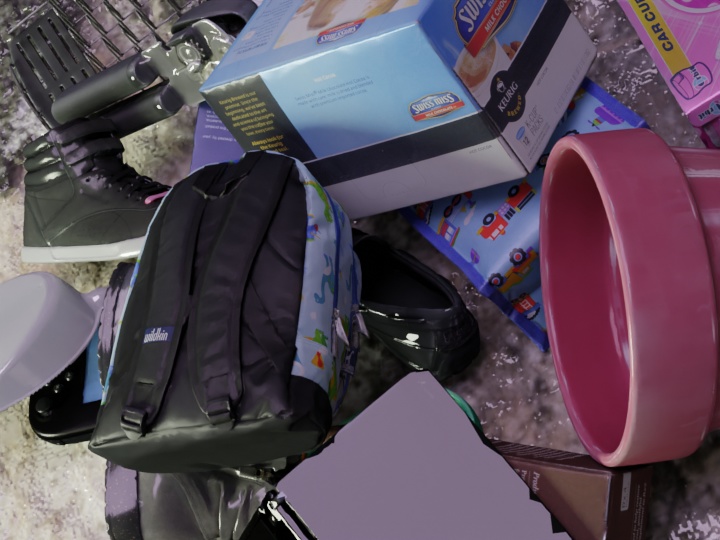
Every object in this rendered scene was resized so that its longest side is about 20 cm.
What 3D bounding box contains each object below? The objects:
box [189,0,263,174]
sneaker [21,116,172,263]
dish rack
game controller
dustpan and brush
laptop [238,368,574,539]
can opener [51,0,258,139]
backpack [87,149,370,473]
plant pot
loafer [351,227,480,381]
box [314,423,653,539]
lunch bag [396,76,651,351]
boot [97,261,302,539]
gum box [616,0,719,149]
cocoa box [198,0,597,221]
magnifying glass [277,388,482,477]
[{"bbox_3d":[-0.049,-0.143,1.799,0.121,0.032,0.200,7,72,4],"label":"box"},{"bbox_3d":[-0.169,-0.060,1.771,0.200,0.071,0.099,-4,96,41],"label":"sneaker"},{"bbox_3d":[-0.177,-0.192,1.905,0.200,0.055,0.153,-39,54,4],"label":"dish rack"},{"bbox_3d":[-0.139,0.059,1.768,0.200,0.042,0.104,-14,60,19],"label":"game controller"},{"bbox_3d":[-0.211,0.033,1.783,0.200,0.057,0.140,-40,29,1],"label":"dustpan and brush"},{"bbox_3d":[0.022,0.195,1.563,0.103,0.200,0.177,-26,67,-38],"label":"laptop"},{"bbox_3d":[-0.138,-0.140,1.795,0.200,0.053,0.067,-18,28,49],"label":"can opener"},{"bbox_3d":[-0.074,0.023,1.607,0.163,0.154,0.200,-13,69,29],"label":"backpack"},{"bbox_3d":[0.217,0.008,1.527,0.179,0.200,0.200,-7,58,-11],"label":"plant pot"},{"bbox_3d":[0.000,0.000,1.705,0.200,0.070,0.068,32,56,33],"label":"loafer"},{"bbox_3d":[0.074,0.155,1.579,0.200,0.075,0.100,9,95,30],"label":"box"},{"bbox_3d":[0.100,-0.070,1.698,0.151,0.094,0.200,-46,46,2],"label":"lunch bag"},{"bbox_3d":[-0.101,0.089,1.690,0.131,0.070,0.200,-6,83,13],"label":"boot"},{"bbox_3d":[0.235,-0.181,1.690,0.113,0.066,0.200,-31,56,8],"label":"gum box"},{"bbox_3d":[0.024,-0.129,1.651,0.200,0.131,0.133,-13,34,42],"label":"cocoa box"},{"bbox_3d":[-0.015,0.121,1.688,0.200,0.022,0.080,-10,62,22],"label":"magnifying glass"}]
